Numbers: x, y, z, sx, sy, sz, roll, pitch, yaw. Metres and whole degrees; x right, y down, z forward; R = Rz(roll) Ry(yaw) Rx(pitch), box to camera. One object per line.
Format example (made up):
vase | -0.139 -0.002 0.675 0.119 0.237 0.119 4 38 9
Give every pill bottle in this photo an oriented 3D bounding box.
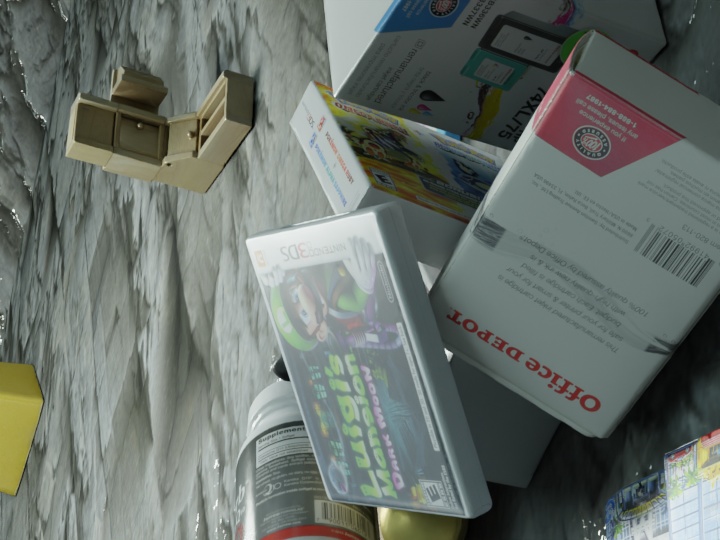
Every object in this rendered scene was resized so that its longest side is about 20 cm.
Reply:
pill bottle | -0.043 0.187 1.120 0.201 0.115 0.117 -96 30 -53

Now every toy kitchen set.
toy kitchen set | -0.266 -0.236 1.863 0.180 0.198 0.165 -45 39 50

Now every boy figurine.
boy figurine | 0.014 0.137 1.064 0.064 0.124 0.201 -40 60 10

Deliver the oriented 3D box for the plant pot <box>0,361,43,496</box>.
plant pot | -0.723 0.277 2.614 0.198 0.198 0.194 -70 24 10

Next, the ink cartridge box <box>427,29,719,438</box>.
ink cartridge box | 0.144 -0.019 0.859 0.201 0.146 0.083 -60 -2 32

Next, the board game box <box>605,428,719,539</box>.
board game box | 0.194 0.198 0.749 0.200 0.061 0.202 -42 40 53

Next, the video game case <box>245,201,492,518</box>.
video game case | 0.000 0.063 0.930 0.181 0.023 0.202 -8 101 59

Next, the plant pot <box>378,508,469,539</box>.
plant pot | 0.032 0.207 1.117 0.200 0.027 0.201 -47 28 35

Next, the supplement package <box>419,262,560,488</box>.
supplement package | 0.070 0.051 1.051 0.115 0.108 0.201 -65 25 22

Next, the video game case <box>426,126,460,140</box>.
video game case | 0.044 -0.136 1.333 0.199 0.018 0.145 -18 60 63

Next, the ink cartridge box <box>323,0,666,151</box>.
ink cartridge box | 0.093 -0.198 1.028 0.147 0.198 0.147 -51 35 44

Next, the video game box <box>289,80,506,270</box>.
video game box | 0.059 -0.054 1.027 0.047 0.198 0.183 -61 27 18
